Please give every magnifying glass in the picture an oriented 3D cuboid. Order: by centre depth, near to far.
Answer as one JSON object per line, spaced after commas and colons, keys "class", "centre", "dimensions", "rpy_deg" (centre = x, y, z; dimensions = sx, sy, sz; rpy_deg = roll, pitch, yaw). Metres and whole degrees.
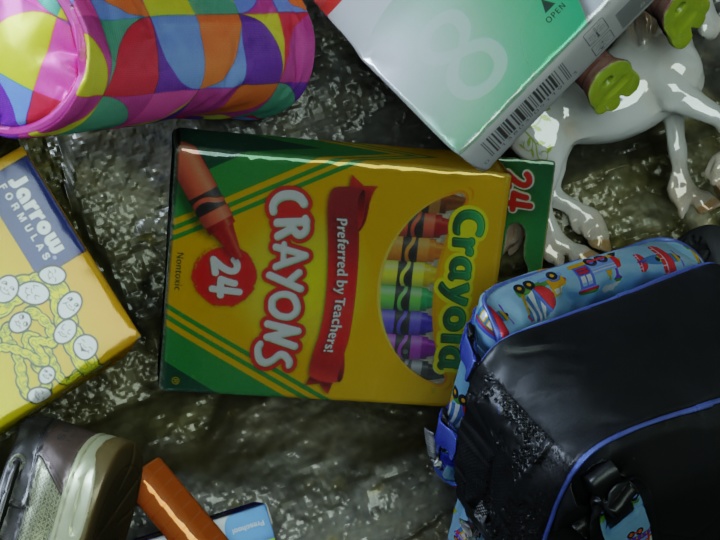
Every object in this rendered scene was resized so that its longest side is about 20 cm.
{"class": "magnifying glass", "centre": [-0.043, 0.174, 0.885], "dimensions": [0.022, 0.080, 0.200], "rpy_deg": [-42, 84, 32]}

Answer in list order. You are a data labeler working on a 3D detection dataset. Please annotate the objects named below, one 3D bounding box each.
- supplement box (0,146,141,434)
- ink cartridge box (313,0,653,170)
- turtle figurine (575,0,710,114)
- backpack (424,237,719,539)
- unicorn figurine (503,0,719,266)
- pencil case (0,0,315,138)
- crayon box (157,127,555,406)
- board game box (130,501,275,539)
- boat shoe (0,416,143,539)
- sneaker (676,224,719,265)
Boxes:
{"class": "supplement box", "centre": [-0.219, 0.043, 0.883], "dimensions": [0.199, 0.110, 0.109], "rpy_deg": [-33, 91, -12]}
{"class": "ink cartridge box", "centre": [0.047, -0.173, 0.908], "dimensions": [0.161, 0.050, 0.200], "rpy_deg": [-46, 70, 6]}
{"class": "turtle figurine", "centre": [0.101, -0.165, 0.950], "dimensions": [0.200, 0.065, 0.161], "rpy_deg": [-37, 59, -17]}
{"class": "backpack", "centre": [0.121, 0.106, 0.912], "dimensions": [0.182, 0.201, 0.135], "rpy_deg": [-18, 47, -31]}
{"class": "unicorn figurine", "centre": [0.144, -0.088, 0.978], "dimensions": [0.199, 0.074, 0.138], "rpy_deg": [-22, 89, -12]}
{"class": "pencil case", "centre": [-0.106, -0.108, 0.884], "dimensions": [0.200, 0.088, 0.089], "rpy_deg": [-10, 85, -55]}
{"class": "crayon box", "centre": [0.000, 0.000, 0.931], "dimensions": [0.199, 0.051, 0.128], "rpy_deg": [3, 106, -8]}
{"class": "board game box", "centre": [-0.125, 0.209, 0.916], "dimensions": [0.199, 0.045, 0.135], "rpy_deg": [-16, 88, -11]}
{"class": "boat shoe", "centre": [-0.162, 0.165, 0.861], "dimensions": [0.064, 0.073, 0.201], "rpy_deg": [21, 88, 18]}
{"class": "sneaker", "centre": [0.216, 0.072, 0.991], "dimensions": [0.082, 0.072, 0.201], "rpy_deg": [-12, 87, -35]}
